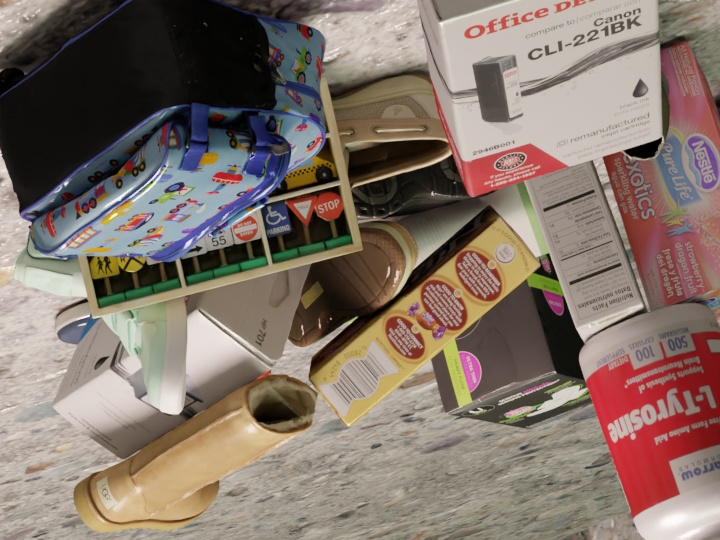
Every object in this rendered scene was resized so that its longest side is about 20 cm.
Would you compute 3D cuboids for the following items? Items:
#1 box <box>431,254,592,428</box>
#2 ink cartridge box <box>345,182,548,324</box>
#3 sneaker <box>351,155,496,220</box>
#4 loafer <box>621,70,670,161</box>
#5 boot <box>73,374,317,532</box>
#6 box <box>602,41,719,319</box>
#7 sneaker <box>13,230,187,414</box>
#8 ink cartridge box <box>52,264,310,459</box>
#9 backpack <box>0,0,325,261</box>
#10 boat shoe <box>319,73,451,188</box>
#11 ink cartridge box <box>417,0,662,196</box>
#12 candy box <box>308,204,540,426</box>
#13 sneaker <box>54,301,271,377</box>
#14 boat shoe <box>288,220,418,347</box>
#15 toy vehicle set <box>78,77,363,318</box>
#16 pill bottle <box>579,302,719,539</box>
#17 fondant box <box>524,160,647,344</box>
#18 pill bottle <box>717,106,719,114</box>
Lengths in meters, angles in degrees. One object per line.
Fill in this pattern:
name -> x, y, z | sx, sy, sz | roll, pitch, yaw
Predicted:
box -> 0.158, 0.063, 1.935 | 0.124, 0.150, 0.200 | -23, 162, 23
ink cartridge box -> 0.055, -0.031, 1.684 | 0.198, 0.048, 0.146 | -18, 151, 6
sneaker -> 0.015, -0.068, 1.540 | 0.198, 0.077, 0.091 | -2, 167, -31
loafer -> 0.180, -0.141, 1.431 | 0.075, 0.070, 0.200 | -26, 147, 24
boot -> -0.109, 0.145, 1.566 | 0.199, 0.067, 0.175 | -32, 171, 29
box -> 0.253, -0.064, 1.554 | 0.094, 0.202, 0.103 | -20, 162, 14
sneaker -> -0.190, 0.027, 1.423 | 0.117, 0.201, 0.074 | -6, 140, -14
ink cartridge box -> -0.141, 0.042, 1.569 | 0.086, 0.147, 0.200 | 37, 133, -21
backpack -> -0.109, -0.089, 1.247 | 0.182, 0.136, 0.199 | -29, 160, 33
boat shoe -> -0.028, -0.083, 1.431 | 0.198, 0.065, 0.072 | -17, 147, -7
ink cartridge box -> 0.117, -0.153, 1.277 | 0.143, 0.084, 0.201 | -17, 147, -1
candy box -> 0.050, 0.034, 1.577 | 0.200, 0.057, 0.117 | -42, -175, 4
sneaker -> -0.171, 0.078, 1.723 | 0.198, 0.085, 0.075 | 6, 159, -15
boat shoe -> 0.000, 0.000, 1.589 | 0.076, 0.072, 0.200 | -25, 178, -33
toy vehicle set -> -0.107, -0.052, 1.375 | 0.198, 0.125, 0.027 | -15, -174, -10
pill bottle -> 0.247, 0.136, 1.483 | 0.111, 0.202, 0.112 | -16, 163, -5
fondant box -> 0.173, -0.039, 1.556 | 0.058, 0.202, 0.144 | -19, 163, 8
pill bottle -> 0.333, -0.088, 1.702 | 0.116, 0.117, 0.199 | 1, 154, -45
